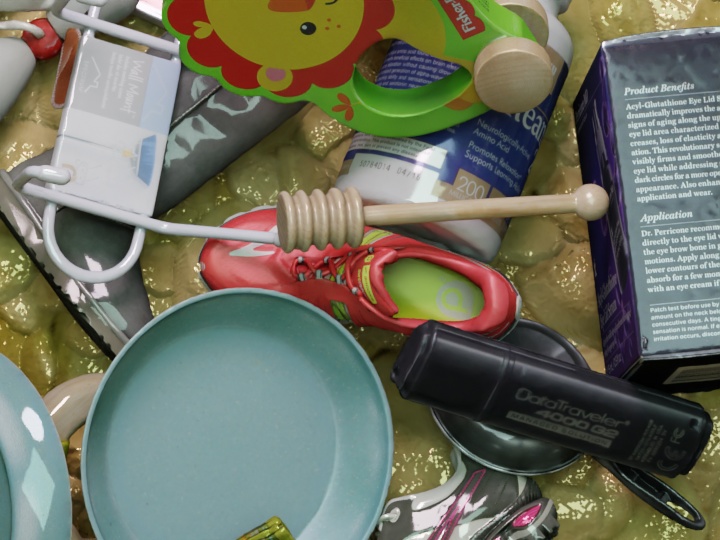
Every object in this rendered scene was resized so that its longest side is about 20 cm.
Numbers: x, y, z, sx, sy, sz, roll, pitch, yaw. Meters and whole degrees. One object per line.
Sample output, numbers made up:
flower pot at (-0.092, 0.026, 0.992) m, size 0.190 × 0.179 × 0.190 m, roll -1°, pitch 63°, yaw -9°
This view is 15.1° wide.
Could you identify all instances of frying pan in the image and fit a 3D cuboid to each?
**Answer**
frying pan at (0.118, 0.102, 1.673) m, size 0.115 × 0.031 × 0.190 m, roll -25°, pitch 66°, yaw -29°

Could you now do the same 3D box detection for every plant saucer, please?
plant saucer at (-0.247, 0.141, 1.604) m, size 0.027 × 0.200 × 0.200 m, roll 0°, pitch 74°, yaw -48°
plant saucer at (-0.077, 0.109, 1.620) m, size 0.200 × 0.036 × 0.200 m, roll -2°, pitch 95°, yaw -25°

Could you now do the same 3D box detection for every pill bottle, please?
pill bottle at (0.067, -0.113, 1.696) m, size 0.111 × 0.111 × 0.200 m, roll 21°, pitch 79°, yaw 1°

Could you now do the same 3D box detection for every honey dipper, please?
honey dipper at (0.050, -0.035, 1.611) m, size 0.200 × 0.038 × 0.038 m, roll -4°, pitch 79°, yaw -14°

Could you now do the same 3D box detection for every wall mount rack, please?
wall mount rack at (-0.112, -0.086, 1.634) m, size 0.174 × 0.075 × 0.200 m, roll 15°, pitch 75°, yaw -18°

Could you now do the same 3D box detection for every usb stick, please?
usb stick at (0.116, 0.078, 1.633) m, size 0.200 × 0.033 × 0.055 m, roll 17°, pitch 117°, yaw -17°

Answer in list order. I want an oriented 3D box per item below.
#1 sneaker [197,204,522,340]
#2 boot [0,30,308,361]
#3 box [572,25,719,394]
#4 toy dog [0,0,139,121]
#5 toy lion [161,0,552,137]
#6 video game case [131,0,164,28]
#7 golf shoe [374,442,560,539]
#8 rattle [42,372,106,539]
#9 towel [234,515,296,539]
sneaker at (0.000, 0.000, 1.639) m, size 0.200 × 0.085 × 0.077 m, roll 9°, pitch 85°, yaw 2°
boot at (-0.113, -0.052, 1.694) m, size 0.200 × 0.073 × 0.182 m, roll -35°, pitch 84°, yaw -10°
box at (0.200, -0.034, 1.670) m, size 0.104 × 0.148 × 0.200 m, roll -6°, pitch 78°, yaw -4°
toy dog at (-0.233, -0.131, 1.684) m, size 0.132 × 0.096 × 0.200 m, roll 30°, pitch 85°, yaw 6°
toy lion at (-0.011, -0.152, 1.574) m, size 0.192 × 0.200 × 0.069 m, roll -23°, pitch 38°, yaw 19°
video game case at (-0.069, -0.239, 1.761) m, size 0.143 × 0.017 × 0.200 m, roll 24°, pitch 78°, yaw 2°
golf shoe at (0.030, 0.192, 1.660) m, size 0.200 × 0.077 × 0.088 m, roll -41°, pitch 76°, yaw -18°
rattle at (-0.152, 0.115, 1.684) m, size 0.200 × 0.143 × 0.130 m, roll -26°, pitch 93°, yaw -35°
towel at (-0.109, 0.231, 1.595) m, size 0.200 × 0.018 × 0.086 m, roll -34°, pitch 116°, yaw -3°
